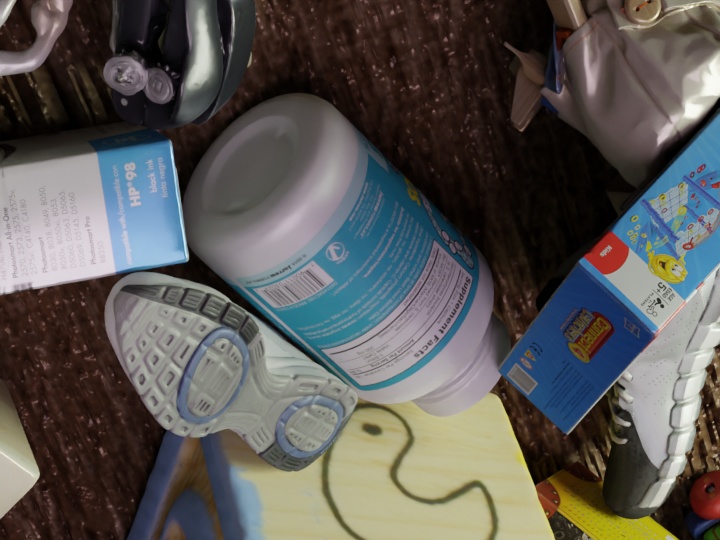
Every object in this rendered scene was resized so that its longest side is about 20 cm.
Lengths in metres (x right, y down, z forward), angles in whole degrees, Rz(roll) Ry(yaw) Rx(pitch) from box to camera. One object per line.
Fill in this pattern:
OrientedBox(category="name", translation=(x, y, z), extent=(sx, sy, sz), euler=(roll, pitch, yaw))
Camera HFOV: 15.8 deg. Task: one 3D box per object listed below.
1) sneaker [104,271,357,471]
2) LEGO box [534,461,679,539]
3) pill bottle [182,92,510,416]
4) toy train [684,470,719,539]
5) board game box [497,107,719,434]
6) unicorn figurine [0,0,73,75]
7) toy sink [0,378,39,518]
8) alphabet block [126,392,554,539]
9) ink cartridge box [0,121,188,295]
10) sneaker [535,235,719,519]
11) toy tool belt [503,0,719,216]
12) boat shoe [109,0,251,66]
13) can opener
OrientedBox(category="sneaker", translation=(-0.083, 0.046, 1.391), extent=(0.075, 0.087, 0.200), euler=(-49, 145, 1))
OrientedBox(category="LEGO box", translation=(0.160, 0.241, 1.610), extent=(0.077, 0.200, 0.149), euler=(-19, 142, -60))
OrientedBox(category="pill bottle", translation=(0.000, 0.000, 1.448), extent=(0.111, 0.111, 0.200), euler=(-39, 126, 10))
OrientedBox(category="toy train", translation=(0.314, 0.146, 1.643), extent=(0.199, 0.116, 0.085), euler=(-34, 127, 7))
OrientedBox(category="board game box", translation=(0.175, -0.021, 1.406), extent=(0.196, 0.056, 0.200), euler=(-45, 174, -19))
OrientedBox(category="unicorn figurine", translation=(-0.211, -0.117, 1.283), extent=(0.137, 0.200, 0.074), euler=(-42, 167, -5))
OrientedBox(category="toy sink", translation=(-0.299, 0.120, 1.434), extent=(0.200, 0.112, 0.130), euler=(-45, 125, 8))
OrientedBox(category="alphabet block", translation=(-0.015, 0.192, 1.514), extent=(0.199, 0.196, 0.197), euler=(6, 129, -22))
OrientedBox(category="ink cartridge box", translation=(-0.198, -0.027, 1.354), extent=(0.199, 0.116, 0.067), euler=(-10, 101, -11))
OrientedBox(category="sneaker", translation=(0.150, 0.050, 1.562), extent=(0.115, 0.075, 0.201), euler=(10, 109, -18))
OrientedBox(category="toy tool belt", translation=(0.138, -0.113, 1.414), extent=(0.123, 0.200, 0.125), euler=(42, 86, 6))
OrientedBox(category="boat shoe", translation=(-0.106, -0.176, 1.317), extent=(0.068, 0.075, 0.201), euler=(-20, 128, -11))
OrientedBox(category="can opener", translation=(-0.088, -0.154, 1.270), extent=(0.063, 0.079, 0.201), euler=(19, 129, 14))
